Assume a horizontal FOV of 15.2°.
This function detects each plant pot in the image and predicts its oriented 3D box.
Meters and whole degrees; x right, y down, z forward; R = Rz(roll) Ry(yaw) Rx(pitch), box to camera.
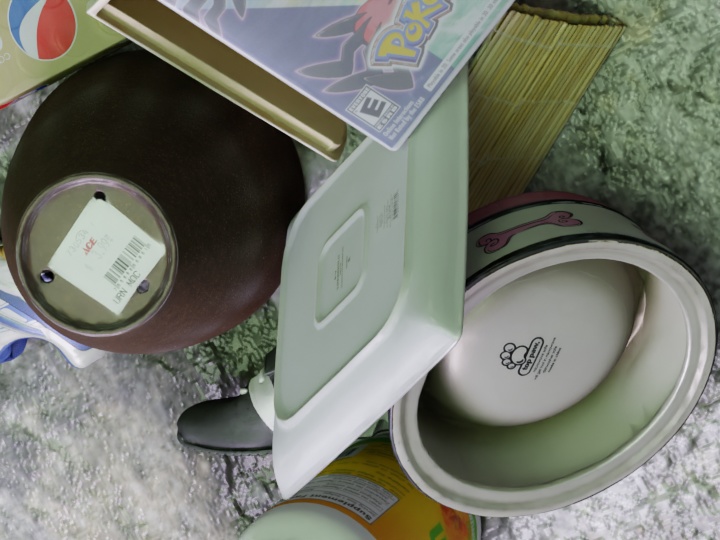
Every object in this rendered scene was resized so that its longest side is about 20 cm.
[{"bbox_3d":[-0.135,-0.026,1.580,0.186,0.200,0.188,1,100,5],"label":"plant pot"}]

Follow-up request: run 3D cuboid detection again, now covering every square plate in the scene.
[{"bbox_3d":[0.000,0.000,1.519,0.028,0.201,0.198,19,141,-22],"label":"square plate"}]

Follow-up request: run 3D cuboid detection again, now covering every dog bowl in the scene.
[{"bbox_3d":[0.099,0.042,1.537,0.201,0.199,0.074,-61,35,26],"label":"dog bowl"}]

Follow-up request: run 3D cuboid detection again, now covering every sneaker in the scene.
[{"bbox_3d":[-0.025,0.061,1.660,0.199,0.074,0.089,-11,101,18],"label":"sneaker"},{"bbox_3d":[-0.253,0.018,1.750,0.199,0.075,0.089,8,109,24],"label":"sneaker"}]

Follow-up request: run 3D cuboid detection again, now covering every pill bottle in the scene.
[{"bbox_3d":[-0.013,0.181,1.614,0.111,0.200,0.112,8,109,23],"label":"pill bottle"}]

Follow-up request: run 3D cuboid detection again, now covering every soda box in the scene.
[{"bbox_3d":[-0.209,-0.148,1.685,0.199,0.064,0.068,-24,95,28],"label":"soda box"}]

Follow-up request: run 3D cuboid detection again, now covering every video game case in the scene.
[{"bbox_3d":[0.011,-0.184,1.420,0.182,0.023,0.200,31,105,-30],"label":"video game case"}]

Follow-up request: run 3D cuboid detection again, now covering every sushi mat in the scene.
[{"bbox_3d":[0.071,-0.069,1.565,0.012,0.095,0.200,52,123,36],"label":"sushi mat"}]

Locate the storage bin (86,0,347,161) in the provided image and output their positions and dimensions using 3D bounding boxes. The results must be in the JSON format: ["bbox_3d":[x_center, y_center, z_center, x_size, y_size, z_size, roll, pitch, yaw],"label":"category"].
[{"bbox_3d":[-0.015,-0.186,1.514,0.198,0.094,0.200,31,123,-29],"label":"storage bin"}]
